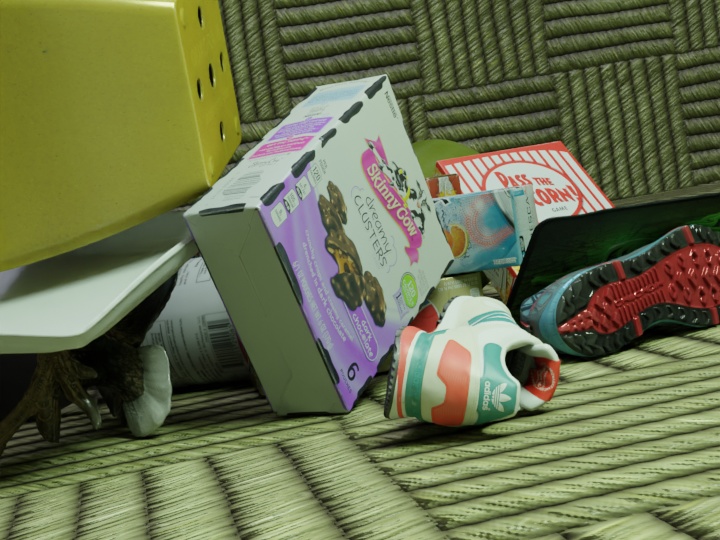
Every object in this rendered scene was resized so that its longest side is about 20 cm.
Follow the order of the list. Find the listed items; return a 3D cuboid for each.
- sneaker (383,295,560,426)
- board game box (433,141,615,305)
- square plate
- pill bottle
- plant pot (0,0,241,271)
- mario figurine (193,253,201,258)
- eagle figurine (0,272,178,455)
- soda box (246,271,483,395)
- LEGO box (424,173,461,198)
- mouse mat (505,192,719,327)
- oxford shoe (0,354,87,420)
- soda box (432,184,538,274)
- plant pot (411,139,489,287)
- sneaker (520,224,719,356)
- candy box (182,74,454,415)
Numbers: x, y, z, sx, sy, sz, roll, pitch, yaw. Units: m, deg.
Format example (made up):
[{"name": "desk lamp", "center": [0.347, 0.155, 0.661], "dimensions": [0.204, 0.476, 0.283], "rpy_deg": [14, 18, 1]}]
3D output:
[{"name": "sneaker", "center": [0.084, 0.063, 0.852], "dimensions": [0.092, 0.071, 0.199], "rpy_deg": [11, 8, 19]}, {"name": "board game box", "center": [0.178, -0.043, 1.330], "dimensions": [0.150, 0.047, 0.201], "rpy_deg": [-11, 45, -22]}, {"name": "square plate", "center": [-0.215, 0.011, 0.939], "dimensions": [0.198, 0.029, 0.198], "rpy_deg": [-4, 25, 28]}, {"name": "pill bottle", "center": [-0.165, 0.049, 1.212], "dimensions": [0.197, 0.115, 0.113], "rpy_deg": [-8, 4, 19]}, {"name": "plant pot", "center": [-0.190, -0.130, 0.978], "dimensions": [0.174, 0.203, 0.200], "rpy_deg": [-5, 21, 8]}, {"name": "mario figurine", "center": [-0.197, 0.000, 1.285], "dimensions": [0.105, 0.201, 0.124], "rpy_deg": [8, 52, 53]}, {"name": "eagle figurine", "center": [-0.203, 0.047, 1.042], "dimensions": [0.150, 0.153, 0.200], "rpy_deg": [-19, 8, 16]}, {"name": "soda box", "center": [0.003, 0.049, 1.115], "dimensions": [0.197, 0.069, 0.064], "rpy_deg": [-10, 5, -11]}, {"name": "LEGO box", "center": [0.000, 0.000, 1.245], "dimensions": [0.198, 0.151, 0.077], "rpy_deg": [-7, 4, 26]}, {"name": "mouse mat", "center": [0.216, -0.005, 1.083], "dimensions": [0.197, 0.008, 0.162], "rpy_deg": [-9, -34, -14]}, {"name": "oxford shoe", "center": [-0.320, 0.100, 1.211], "dimensions": [0.197, 0.072, 0.071], "rpy_deg": [-10, 0, 21]}, {"name": "soda box", "center": [0.049, -0.027, 1.136], "dimensions": [0.198, 0.065, 0.068], "rpy_deg": [-8, 4, 25]}, {"name": "plant pot", "center": [0.055, -0.044, 1.462], "dimensions": [0.185, 0.190, 0.200], "rpy_deg": [-8, 4, 21]}, {"name": "sneaker", "center": [0.208, 0.014, 1.053], "dimensions": [0.198, 0.080, 0.095], "rpy_deg": [-12, 2, -29]}, {"name": "candy box", "center": [-0.022, -0.023, 0.987], "dimensions": [0.071, 0.169, 0.200], "rpy_deg": [-5, 30, 34]}]
